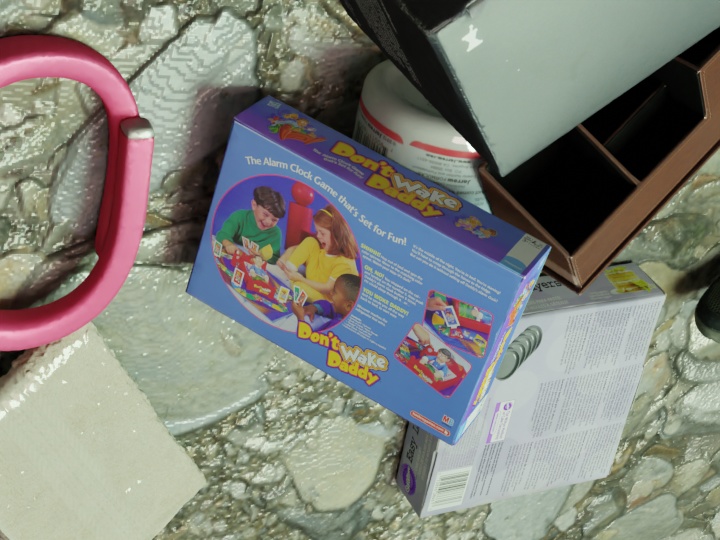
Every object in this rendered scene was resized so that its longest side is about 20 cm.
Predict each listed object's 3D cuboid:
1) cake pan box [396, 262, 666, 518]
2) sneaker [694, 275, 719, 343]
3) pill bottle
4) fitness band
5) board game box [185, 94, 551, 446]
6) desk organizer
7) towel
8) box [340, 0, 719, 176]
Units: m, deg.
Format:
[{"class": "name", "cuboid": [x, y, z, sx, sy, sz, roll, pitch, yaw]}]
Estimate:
[{"class": "cake pan box", "cuboid": [0.130, 0.096, 1.207, 0.184, 0.052, 0.200, -8, 128, -24]}, {"class": "sneaker", "cuboid": [0.342, -0.025, 1.226, 0.199, 0.076, 0.114, -29, 133, -13]}, {"class": "pill bottle", "cuboid": [0.037, -0.030, 1.008, 0.108, 0.109, 0.200, -6, 127, -28]}, {"class": "fitness band", "cuboid": [-0.196, -0.041, 0.907, 0.143, 0.037, 0.200, -6, 125, -28]}, {"class": "board game box", "cuboid": [0.000, 0.000, 0.947, 0.045, 0.200, 0.135, -42, 157, -53]}, {"class": "desk organizer", "cuboid": [0.167, -0.090, 0.951, 0.200, 0.072, 0.077, -45, 144, -14]}, {"class": "towel", "cuboid": [-0.190, 0.127, 1.028, 0.133, 0.034, 0.200, -44, 137, -17]}, {"class": "box", "cuboid": [0.090, -0.190, 0.851, 0.196, 0.200, 0.118, -34, 135, -3]}]
